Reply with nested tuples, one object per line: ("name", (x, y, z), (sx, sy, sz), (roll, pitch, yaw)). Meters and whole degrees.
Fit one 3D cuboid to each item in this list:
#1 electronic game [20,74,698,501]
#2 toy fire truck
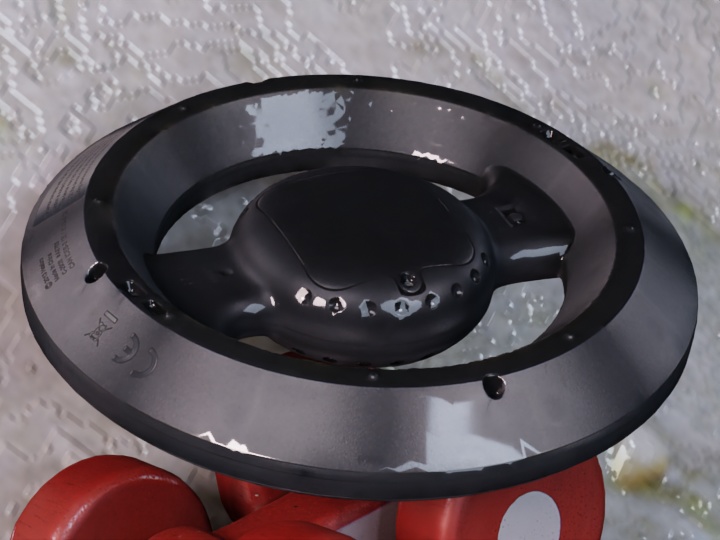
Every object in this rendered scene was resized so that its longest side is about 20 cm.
("electronic game", (0.000, 0.000, 0.754), (0.200, 0.200, 0.042), (-23, 134, -35))
("toy fire truck", (-0.009, 0.127, 0.764), (0.200, 0.112, 0.168), (-27, 115, -35))
